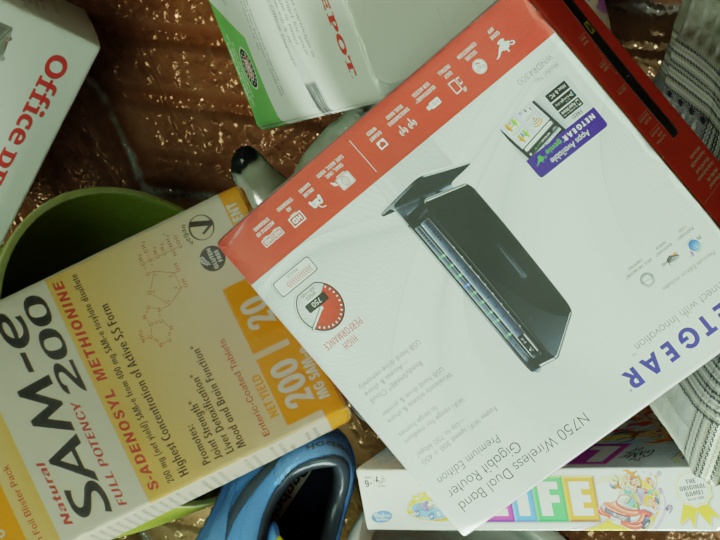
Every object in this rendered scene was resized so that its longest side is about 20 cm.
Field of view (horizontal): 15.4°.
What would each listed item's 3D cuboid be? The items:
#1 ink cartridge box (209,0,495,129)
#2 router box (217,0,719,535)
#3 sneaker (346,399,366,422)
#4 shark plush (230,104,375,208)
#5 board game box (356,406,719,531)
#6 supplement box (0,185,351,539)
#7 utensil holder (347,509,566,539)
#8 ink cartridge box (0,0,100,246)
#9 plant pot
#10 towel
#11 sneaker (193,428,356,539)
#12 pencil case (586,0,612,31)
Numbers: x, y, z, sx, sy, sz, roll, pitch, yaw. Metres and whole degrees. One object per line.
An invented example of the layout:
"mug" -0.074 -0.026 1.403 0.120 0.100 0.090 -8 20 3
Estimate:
"ink cartridge box" -0.012 -0.155 1.305 0.146 0.084 0.200 69 161 -7
"router box" 0.065 -0.007 1.190 0.200 0.049 0.180 -40 92 30
"sneaker" 0.064 0.009 1.326 0.090 0.200 0.067 30 141 1
"shark plush" 0.000 0.000 1.412 0.091 0.083 0.200 19 132 35
"board game box" 0.117 0.092 1.348 0.200 0.134 0.034 -3 105 30
"supplement box" -0.120 0.060 1.321 0.200 0.074 0.126 -27 82 -2
"utensil holder" 0.023 0.239 1.432 0.170 0.170 0.200 43 123 10
"ink cartridge box" -0.261 -0.110 1.445 0.200 0.083 0.147 24 101 -19
"plant pot" -0.169 0.080 1.494 0.200 0.187 0.187 -36 87 45
"towel" 0.163 -0.030 1.264 0.034 0.200 0.193 8 117 -17
"sneaker" -0.059 0.170 1.374 0.066 0.078 0.200 23 94 -19
"pencil case" 0.084 -0.190 1.307 0.084 0.085 0.200 -140 45 -64
